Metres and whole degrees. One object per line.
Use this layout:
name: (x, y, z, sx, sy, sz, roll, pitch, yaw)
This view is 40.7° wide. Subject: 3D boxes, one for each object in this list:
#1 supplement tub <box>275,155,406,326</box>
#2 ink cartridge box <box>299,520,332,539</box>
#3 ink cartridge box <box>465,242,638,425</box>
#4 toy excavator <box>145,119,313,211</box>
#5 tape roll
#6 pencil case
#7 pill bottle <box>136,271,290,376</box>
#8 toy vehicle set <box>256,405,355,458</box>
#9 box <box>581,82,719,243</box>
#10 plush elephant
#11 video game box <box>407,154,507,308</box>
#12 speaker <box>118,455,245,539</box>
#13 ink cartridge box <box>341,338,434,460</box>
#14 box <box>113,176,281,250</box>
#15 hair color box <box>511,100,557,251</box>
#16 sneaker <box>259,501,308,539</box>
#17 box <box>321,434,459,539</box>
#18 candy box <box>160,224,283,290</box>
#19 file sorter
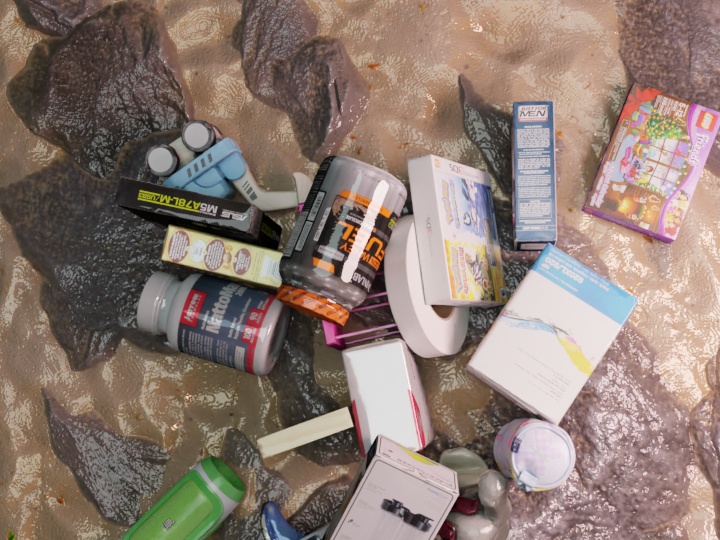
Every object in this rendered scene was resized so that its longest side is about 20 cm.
supplement tub: (-0.028, -0.037, 1.257, 0.122, 0.123, 0.200, 21, 83, 9)
ink cartridge box: (0.002, 0.428, 1.300, 0.041, 0.200, 0.200, -36, 79, 35)
ink cartridge box: (0.258, 0.092, 1.335, 0.145, 0.147, 0.200, 33, 86, 9)
toy excavator: (-0.191, -0.137, 1.452, 0.194, 0.100, 0.200, -34, 93, 3)
tape roll: (0.095, 0.020, 1.338, 0.037, 0.203, 0.203, -11, 81, 27)
pencil case: (0.228, 0.244, 1.292, 0.083, 0.200, 0.091, 17, 85, 4)
pill bottle: (-0.213, 0.070, 1.404, 0.200, 0.120, 0.120, 15, 84, 8)
toy vehicle set: (-0.062, 0.217, 1.327, 0.124, 0.200, 0.027, -20, 82, 2)
box: (0.422, -0.156, 1.404, 0.137, 0.039, 0.200, 21, 85, 8)
plush elephant: (0.122, 0.327, 1.322, 0.155, 0.200, 0.165, 27, 86, 32)
video game box: (0.138, -0.051, 1.351, 0.047, 0.182, 0.200, -13, 80, 34)
speaker: (-0.261, 0.361, 1.389, 0.200, 0.088, 0.088, -44, 80, -1)
ink cartridge box: (0.041, 0.174, 1.321, 0.086, 0.200, 0.148, -13, 81, 5)
box: (-0.225, -0.077, 1.384, 0.193, 0.200, 0.048, 10, 85, 7)
hair color box: (0.248, -0.133, 1.390, 0.060, 0.100, 0.200, 0, 82, 8)
sneaker: (-0.066, 0.400, 1.374, 0.089, 0.079, 0.200, -41, 88, -7)
box: (0.028, 0.320, 1.208, 0.117, 0.060, 0.200, 25, 105, -2)
candy box: (-0.179, -0.013, 1.393, 0.200, 0.115, 0.055, 14, 86, -5)
file sorter: (0.000, 0.000, 1.381, 0.125, 0.139, 0.200, -13, 81, 3)
